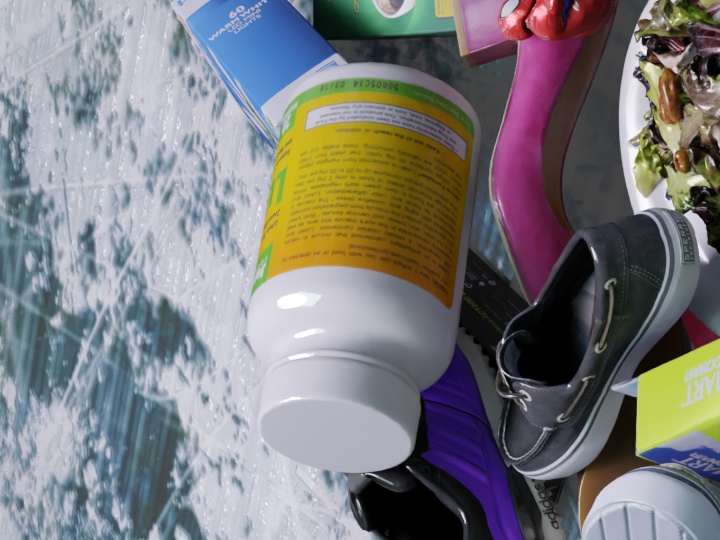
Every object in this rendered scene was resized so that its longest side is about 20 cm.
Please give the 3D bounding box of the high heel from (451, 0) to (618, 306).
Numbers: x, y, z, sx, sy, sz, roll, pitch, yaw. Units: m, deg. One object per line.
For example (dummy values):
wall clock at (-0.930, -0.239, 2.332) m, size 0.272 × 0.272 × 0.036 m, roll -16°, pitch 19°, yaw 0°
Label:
high heel at (0.115, -0.069, 1.283) m, size 0.096 × 0.067 × 0.201 m, roll -13°, pitch 78°, yaw 11°

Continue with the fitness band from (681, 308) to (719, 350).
fitness band at (0.221, -0.024, 1.161) m, size 0.200 × 0.037 × 0.144 m, roll -57°, pitch 46°, yaw 42°

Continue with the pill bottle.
pill bottle at (0.000, 0.000, 1.268) m, size 0.111 × 0.111 × 0.201 m, roll -40°, pitch 34°, yaw 51°

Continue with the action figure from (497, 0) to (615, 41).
action figure at (0.137, -0.178, 1.198) m, size 0.200 × 0.065 × 0.099 m, roll -25°, pitch 82°, yaw 41°

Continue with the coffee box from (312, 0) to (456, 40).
coffee box at (0.040, -0.198, 1.403) m, size 0.200 × 0.044 × 0.123 m, roll 2°, pitch 96°, yaw 56°

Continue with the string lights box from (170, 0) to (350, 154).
string lights box at (-0.038, -0.107, 1.447) m, size 0.103 × 0.059 × 0.200 m, roll 56°, pitch 176°, yaw -34°

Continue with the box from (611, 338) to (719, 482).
box at (0.218, 0.060, 1.092) m, size 0.200 × 0.122 × 0.048 m, roll -31°, pitch 47°, yaw 54°

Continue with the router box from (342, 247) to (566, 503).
router box at (0.045, 0.073, 1.415) m, size 0.200 × 0.062 × 0.150 m, roll 45°, pitch 131°, yaw 44°

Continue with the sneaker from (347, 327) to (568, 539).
sneaker at (0.030, 0.097, 1.291) m, size 0.200 × 0.099 × 0.070 m, roll 60°, pitch 136°, yaw 32°

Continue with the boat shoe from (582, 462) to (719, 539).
boat shoe at (0.150, 0.130, 1.143) m, size 0.072 × 0.062 × 0.200 m, roll 27°, pitch 160°, yaw 18°

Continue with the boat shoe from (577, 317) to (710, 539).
boat shoe at (0.149, 0.082, 1.265) m, size 0.070 × 0.070 × 0.201 m, roll -2°, pitch -89°, yaw -83°

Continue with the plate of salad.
plate of salad at (0.181, -0.053, 1.125) m, size 0.200 × 0.048 × 0.201 m, roll 26°, pitch 122°, yaw 50°

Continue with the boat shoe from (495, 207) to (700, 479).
boat shoe at (0.100, 0.041, 1.184) m, size 0.200 × 0.066 × 0.070 m, roll 121°, pitch 138°, yaw -51°
